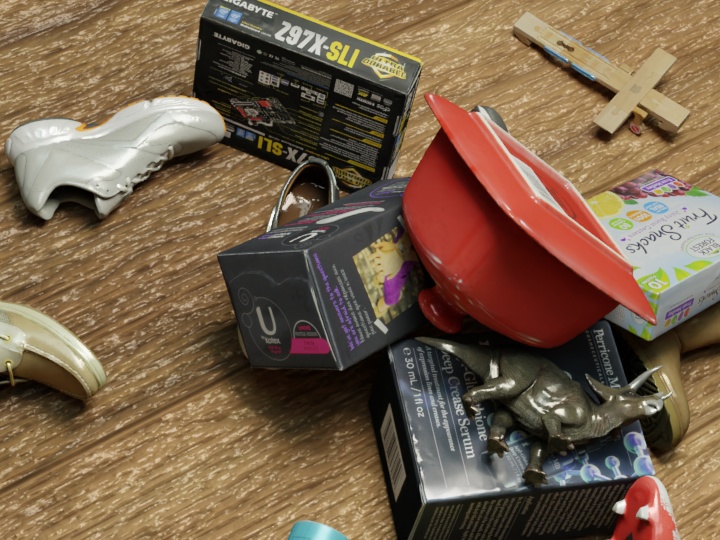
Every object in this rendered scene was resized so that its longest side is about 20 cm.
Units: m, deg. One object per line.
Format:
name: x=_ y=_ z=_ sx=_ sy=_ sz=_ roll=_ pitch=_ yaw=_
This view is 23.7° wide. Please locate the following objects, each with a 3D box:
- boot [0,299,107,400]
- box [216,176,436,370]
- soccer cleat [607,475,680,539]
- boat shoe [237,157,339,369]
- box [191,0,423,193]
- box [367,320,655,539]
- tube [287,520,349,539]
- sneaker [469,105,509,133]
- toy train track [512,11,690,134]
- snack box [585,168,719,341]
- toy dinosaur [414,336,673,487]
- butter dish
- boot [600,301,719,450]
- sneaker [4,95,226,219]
boot: x=-0.322 y=0.093 z=1.393 sx=0.198 sy=0.072 sz=0.155 roll=24 pitch=56 yaw=12
box: x=0.000 y=0.000 z=1.435 sx=0.199 sy=0.122 sz=0.107 roll=-26 pitch=105 yaw=-39
soccer cleat: x=0.243 y=0.263 z=1.355 sx=0.084 sy=0.069 sz=0.202 roll=-1 pitch=86 yaw=-23
boat shoe: x=-0.063 y=-0.008 z=1.508 sx=0.071 sy=0.068 sz=0.201 roll=16 pitch=58 yaw=1
box: x=-0.054 y=-0.158 z=1.549 sx=0.198 sy=0.160 sz=0.050 roll=21 pitch=56 yaw=5
box: x=0.121 y=0.139 z=1.420 sx=0.198 sy=0.107 sz=0.150 roll=-5 pitch=58 yaw=-14
tube: x=-0.061 y=0.294 z=1.327 sx=0.077 sy=0.051 sz=0.201 roll=18 pitch=61 yaw=7
sneaker: x=0.145 y=-0.064 z=1.587 sx=0.079 sy=0.074 sz=0.202 roll=-3 pitch=61 yaw=-29
toy train track: x=0.237 y=-0.192 z=1.702 sx=0.199 sy=0.033 sz=0.115 roll=35 pitch=66 yaw=20
snack box: x=0.257 y=-0.018 z=1.504 sx=0.142 sy=0.053 sz=0.199 roll=30 pitch=37 yaw=33
toy dinosaur: x=0.135 y=0.101 z=1.351 sx=0.198 sy=0.077 sz=0.102 roll=22 pitch=42 yaw=14
butter dish: x=0.106 y=-0.012 z=1.358 sx=0.199 sy=0.148 sz=0.201 roll=33 pitch=18 yaw=-37
boot: x=0.317 y=0.057 z=1.533 sx=0.198 sy=0.066 sz=0.176 roll=-14 pitch=61 yaw=-19
sneaker: x=-0.214 y=-0.093 z=1.540 sx=0.198 sy=0.076 sz=0.093 roll=-13 pitch=68 yaw=-9
